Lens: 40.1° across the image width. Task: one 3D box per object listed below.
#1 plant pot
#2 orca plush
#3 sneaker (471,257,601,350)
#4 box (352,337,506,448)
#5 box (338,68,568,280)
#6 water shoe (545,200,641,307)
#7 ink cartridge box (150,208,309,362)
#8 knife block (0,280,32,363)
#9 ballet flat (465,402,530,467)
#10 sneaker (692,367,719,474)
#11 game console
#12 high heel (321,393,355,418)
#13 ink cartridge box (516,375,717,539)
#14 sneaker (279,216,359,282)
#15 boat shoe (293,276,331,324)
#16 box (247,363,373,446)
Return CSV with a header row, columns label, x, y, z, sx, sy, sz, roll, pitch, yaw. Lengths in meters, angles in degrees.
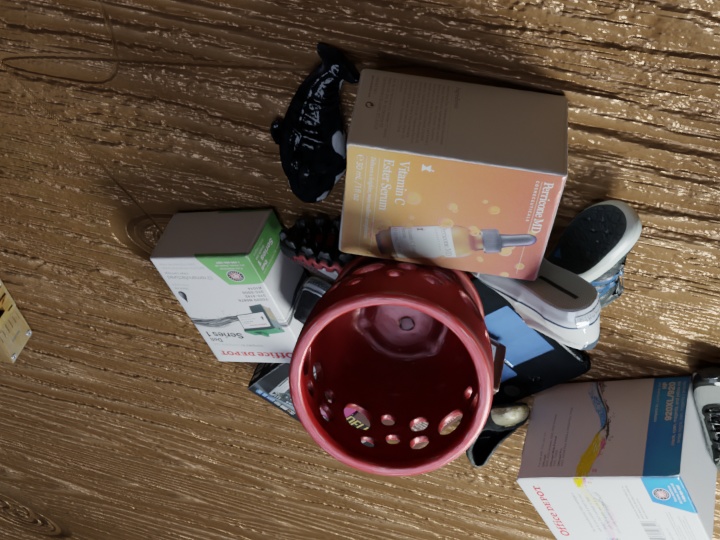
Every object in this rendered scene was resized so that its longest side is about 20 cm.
label,x,y,z,sx,sy,sz,roll,pitch,yaw
plant pot,0.039,0.077,1.014,0.198,0.183,0.202,3,115,7
orca plush,-0.044,-0.128,1.011,0.105,0.071,0.200,28,141,-8
sneaker,0.168,0.019,1.015,0.200,0.073,0.071,44,156,49
box,0.083,0.140,1.219,0.100,0.075,0.200,30,138,-12
box,0.086,-0.089,0.946,0.198,0.107,0.153,8,140,3
water shoe,0.246,-0.006,1.038,0.078,0.072,0.200,7,149,-21
ink cartridge box,-0.144,0.024,1.226,0.145,0.085,0.201,-1,136,27
knife block,-0.610,0.079,1.526,0.174,0.064,0.201,7,139,17
ballet flat,0.179,0.210,1.281,0.066,0.057,0.200,-1,158,-6
sneaker,0.435,0.185,1.149,0.073,0.080,0.201,-6,133,33
game console,0.155,0.089,1.207,0.200,0.031,0.176,40,139,-22
high heel,0.019,0.115,1.203,0.199,0.068,0.096,-34,158,23
ink cartridge box,0.316,0.233,1.206,0.198,0.145,0.148,-8,133,32
sneaker,0.000,0.000,1.141,0.199,0.071,0.098,13,139,8
boat shoe,-0.030,0.083,1.224,0.069,0.067,0.200,22,161,27
box,-0.035,0.172,1.377,0.199,0.050,0.157,36,139,-17
